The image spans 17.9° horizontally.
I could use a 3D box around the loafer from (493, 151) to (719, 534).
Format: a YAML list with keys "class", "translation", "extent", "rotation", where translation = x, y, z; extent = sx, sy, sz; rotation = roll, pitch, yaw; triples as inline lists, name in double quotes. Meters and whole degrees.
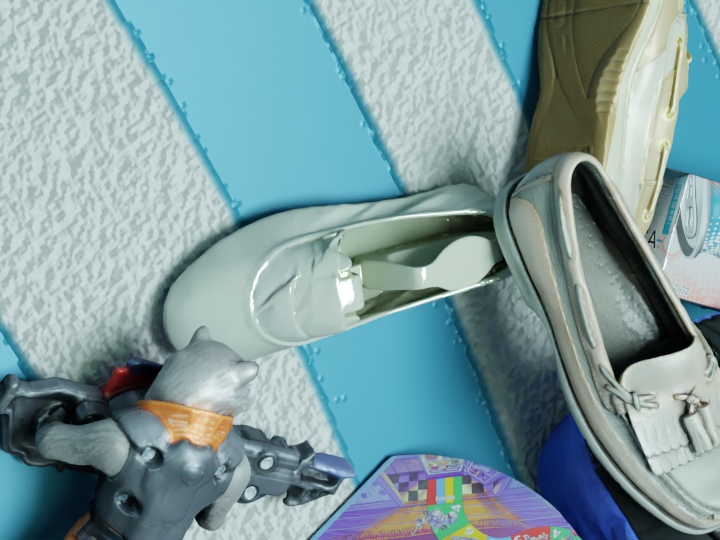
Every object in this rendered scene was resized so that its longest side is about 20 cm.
- class: "loafer"
  translation: [0.133, 0.035, 1.113]
  extent: [0.072, 0.063, 0.200]
  rotation: [-27, 84, -30]

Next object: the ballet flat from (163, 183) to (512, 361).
- class: "ballet flat"
  translation: [0.000, 0.000, 1.126]
  extent: [0.200, 0.069, 0.070]
  rotation: [-16, 108, -29]

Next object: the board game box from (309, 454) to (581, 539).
- class: "board game box"
  translation: [0.027, 0.178, 1.127]
  extent: [0.200, 0.158, 0.039]
  rotation: [-44, 157, -16]

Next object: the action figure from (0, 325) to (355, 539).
- class: "action figure"
  translation: [-0.080, 0.123, 1.079]
  extent: [0.200, 0.105, 0.194]
  rotation: [7, 105, -30]

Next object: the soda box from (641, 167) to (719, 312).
- class: "soda box"
  translation: [0.226, -0.005, 1.271]
  extent: [0.200, 0.064, 0.069]
  rotation: [14, 92, -34]

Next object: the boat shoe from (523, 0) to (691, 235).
- class: "boat shoe"
  translation: [0.137, -0.105, 1.196]
  extent: [0.069, 0.074, 0.200]
  rotation: [9, 96, -45]

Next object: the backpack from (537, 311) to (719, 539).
- class: "backpack"
  translation: [0.187, 0.138, 1.217]
  extent: [0.162, 0.168, 0.200]
  rotation: [-29, 80, -26]
